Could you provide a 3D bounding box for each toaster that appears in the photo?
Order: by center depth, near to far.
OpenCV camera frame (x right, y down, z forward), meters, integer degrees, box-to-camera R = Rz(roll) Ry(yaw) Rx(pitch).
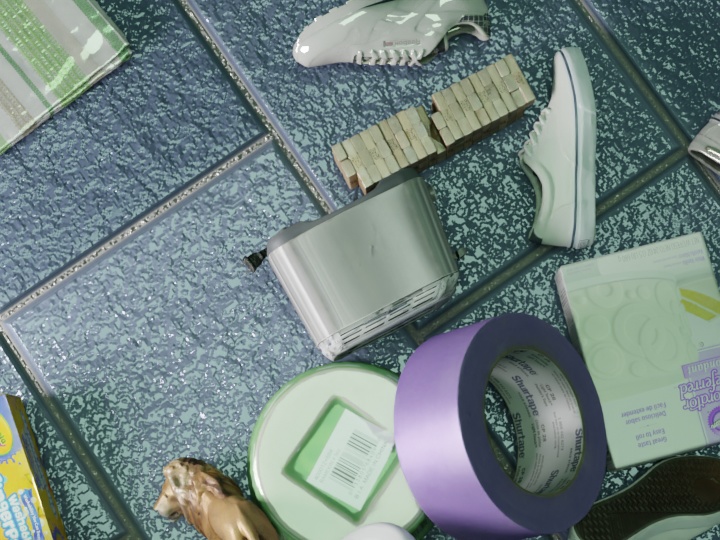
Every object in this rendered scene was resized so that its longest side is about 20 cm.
[{"bbox_3d":[0.000,0.000,1.534,0.199,0.114,0.130,-27,83,-6],"label":"toaster"}]

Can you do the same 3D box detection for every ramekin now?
[{"bbox_3d":[-0.012,0.179,1.508,0.199,0.098,0.201,0,79,1],"label":"ramekin"}]

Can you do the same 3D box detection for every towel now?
[{"bbox_3d":[-0.347,-0.214,1.623,0.200,0.031,0.149,-39,79,-4],"label":"towel"}]

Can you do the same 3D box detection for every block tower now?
[{"bbox_3d":[0.073,-0.139,1.588,0.199,0.058,0.054,-28,81,-2],"label":"block tower"}]

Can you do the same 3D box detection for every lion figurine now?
[{"bbox_3d":[-0.114,0.234,1.470,0.072,0.200,0.123,-31,105,-27],"label":"lion figurine"}]

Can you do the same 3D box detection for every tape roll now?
[{"bbox_3d":[0.129,0.145,1.464,0.199,0.085,0.201,18,63,-39],"label":"tape roll"}]

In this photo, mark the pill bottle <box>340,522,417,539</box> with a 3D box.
[{"bbox_3d":[0.055,0.321,1.435,0.113,0.112,0.200,-48,123,-7],"label":"pill bottle"}]

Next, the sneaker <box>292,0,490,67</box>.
[{"bbox_3d":[0.031,-0.236,1.599,0.199,0.076,0.081,-21,90,-2],"label":"sneaker"}]

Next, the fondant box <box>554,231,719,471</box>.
[{"bbox_3d":[0.282,0.078,1.545,0.144,0.058,0.201,-14,81,-2],"label":"fondant box"}]

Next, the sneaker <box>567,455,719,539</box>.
[{"bbox_3d":[0.276,0.236,1.521,0.199,0.085,0.073,-16,51,-21],"label":"sneaker"}]

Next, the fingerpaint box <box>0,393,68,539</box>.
[{"bbox_3d":[-0.372,0.238,1.514,0.166,0.073,0.201,-21,82,-2],"label":"fingerpaint box"}]

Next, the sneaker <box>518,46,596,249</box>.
[{"bbox_3d":[0.191,-0.121,1.573,0.070,0.073,0.201,0,80,-3],"label":"sneaker"}]

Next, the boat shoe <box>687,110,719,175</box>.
[{"bbox_3d":[0.404,-0.071,1.565,0.066,0.072,0.200,-44,81,-2],"label":"boat shoe"}]
